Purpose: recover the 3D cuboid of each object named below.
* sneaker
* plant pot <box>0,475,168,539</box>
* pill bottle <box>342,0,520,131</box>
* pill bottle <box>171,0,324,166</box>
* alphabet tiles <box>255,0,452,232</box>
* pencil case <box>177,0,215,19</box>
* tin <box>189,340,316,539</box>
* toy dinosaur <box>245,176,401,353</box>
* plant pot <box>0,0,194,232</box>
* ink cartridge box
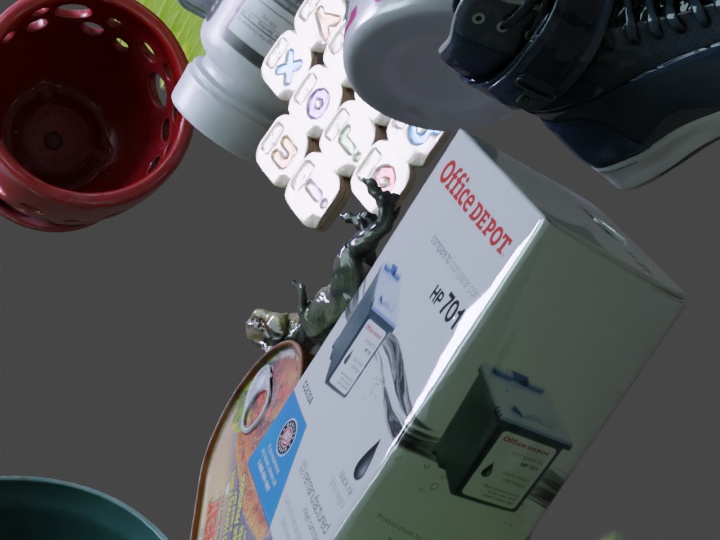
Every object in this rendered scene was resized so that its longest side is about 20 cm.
[{"bbox_3d":[0.123,-0.122,0.826,0.202,0.146,0.077,-36,29,46],"label":"sneaker"},{"bbox_3d":[-0.202,0.236,1.101,0.201,0.198,0.135,-92,9,-55],"label":"plant pot"},{"bbox_3d":[0.054,-0.192,1.096,0.113,0.113,0.202,-37,38,47],"label":"pill bottle"},{"bbox_3d":[-0.042,-0.180,1.343,0.201,0.113,0.114,-55,21,15],"label":"pill bottle"},{"bbox_3d":[0.008,-0.127,1.213,0.201,0.015,0.196,-54,41,14],"label":"alphabet tiles"},{"bbox_3d":[-0.111,-0.321,1.740,0.091,0.082,0.201,123,165,-52],"label":"pencil case"},{"bbox_3d":[-0.054,0.127,1.073,0.112,0.042,0.201,-42,27,33],"label":"tin"},{"bbox_3d":[0.000,0.000,1.105,0.200,0.047,0.089,-23,52,57],"label":"toy dinosaur"},{"bbox_3d":[-0.260,-0.134,1.705,0.202,0.199,0.182,-67,12,-17],"label":"plant pot"},{"bbox_3d":[0.042,0.054,0.871,0.201,0.085,0.147,-59,20,10],"label":"ink cartridge box"}]
